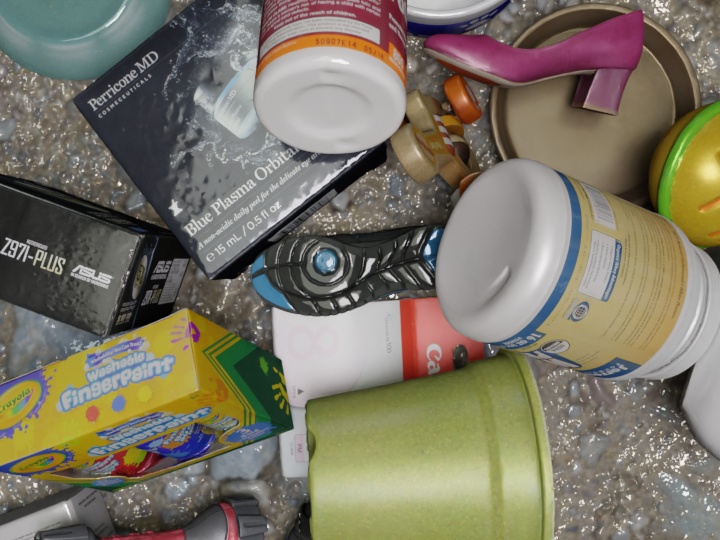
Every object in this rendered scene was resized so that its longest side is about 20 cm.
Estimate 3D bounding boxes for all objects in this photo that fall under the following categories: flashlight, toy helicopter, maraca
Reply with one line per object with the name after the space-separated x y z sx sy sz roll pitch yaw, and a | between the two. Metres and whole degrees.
-0.184 0.243 0.763 0.199 0.068 0.068 5 63 -32 | flashlight
0.068 -0.094 0.736 0.079 0.200 0.133 -27 91 20 | toy helicopter
0.333 -0.084 0.761 0.199 0.107 0.138 -1 116 -34 | maraca

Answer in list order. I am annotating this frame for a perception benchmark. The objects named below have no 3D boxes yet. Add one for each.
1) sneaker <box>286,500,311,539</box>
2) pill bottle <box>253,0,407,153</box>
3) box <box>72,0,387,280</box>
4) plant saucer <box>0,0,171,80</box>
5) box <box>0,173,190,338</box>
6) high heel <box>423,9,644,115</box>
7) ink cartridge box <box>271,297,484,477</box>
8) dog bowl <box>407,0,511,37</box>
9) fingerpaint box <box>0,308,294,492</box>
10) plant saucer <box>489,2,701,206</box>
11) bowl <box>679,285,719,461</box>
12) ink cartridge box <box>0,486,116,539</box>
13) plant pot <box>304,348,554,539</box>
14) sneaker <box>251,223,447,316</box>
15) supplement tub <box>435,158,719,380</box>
0.026 0.276 0.799 0.199 0.077 0.112 19 100 7 | sneaker
-0.020 -0.203 0.668 0.113 0.114 0.201 1 63 1 | pill bottle
-0.111 -0.127 0.779 0.196 0.117 0.200 -38 89 1 | box
-0.280 -0.285 0.820 0.199 0.036 0.201 0 91 2 | plant saucer
-0.249 -0.017 0.740 0.163 0.200 0.087 20 91 2 | box
0.155 -0.206 0.762 0.199 0.067 0.097 11 100 -19 | high heel
0.020 0.107 0.813 0.199 0.057 0.164 -4 90 6 | ink cartridge box
0.070 -0.322 0.791 0.199 0.079 0.201 0 90 1 | dog bowl
-0.183 0.121 0.731 0.199 0.167 0.074 -21 63 14 | fingerpaint box
0.221 -0.151 0.815 0.199 0.029 0.201 0 90 2 | plant saucer
0.332 0.069 0.741 0.074 0.200 0.201 18 90 20 | bowl
-0.290 0.322 0.802 0.144 0.084 0.201 -21 90 1 | ink cartridge box
0.046 0.169 0.724 0.183 0.200 0.202 -3 91 -3 | plant pot
0.000 0.000 0.794 0.199 0.082 0.074 -5 92 -1 | sneaker
0.177 0.007 0.693 0.199 0.145 0.145 18 91 -26 | supplement tub
